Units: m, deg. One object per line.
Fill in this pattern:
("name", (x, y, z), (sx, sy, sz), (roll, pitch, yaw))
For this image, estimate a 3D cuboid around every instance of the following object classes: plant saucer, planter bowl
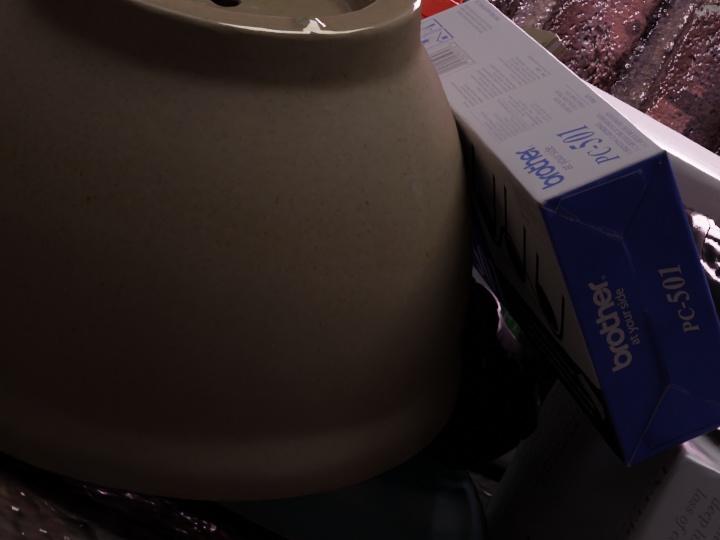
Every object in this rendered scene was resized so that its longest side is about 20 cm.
("plant saucer", (-0.034, 0.052, 0.738), (0.200, 0.027, 0.200), (29, 10, -5))
("planter bowl", (-0.052, -0.039, 0.625), (0.199, 0.135, 0.200), (10, 27, -5))

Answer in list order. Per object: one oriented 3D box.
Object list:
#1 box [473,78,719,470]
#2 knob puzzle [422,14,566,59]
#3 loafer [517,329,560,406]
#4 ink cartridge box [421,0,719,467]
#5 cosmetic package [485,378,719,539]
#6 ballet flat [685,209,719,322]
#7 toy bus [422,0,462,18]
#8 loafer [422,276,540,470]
("box", (0.110, 0.006, 0.970), (0.199, 0.172, 0.200), (26, 9, -22))
("knob puzzle", (-0.018, -0.070, 0.943), (0.030, 0.219, 0.220), (52, -1, -24))
("loafer", (0.125, 0.085, 0.852), (0.200, 0.073, 0.072), (50, -24, -25))
("ink cartridge box", (0.062, -0.022, 0.666), (0.200, 0.044, 0.094), (-120, -171, -66))
("cosmetic package", (0.102, 0.094, 0.694), (0.074, 0.102, 0.200), (27, 8, -5))
("ballet flat", (0.120, 0.023, 0.706), (0.057, 0.066, 0.200), (66, -7, -24))
("toy bus", (-0.016, -0.109, 1.170), (0.136, 0.192, 0.200), (35, 12, 28))
("loafer", (0.000, 0.000, 0.775), (0.200, 0.068, 0.071), (40, -30, 44))
